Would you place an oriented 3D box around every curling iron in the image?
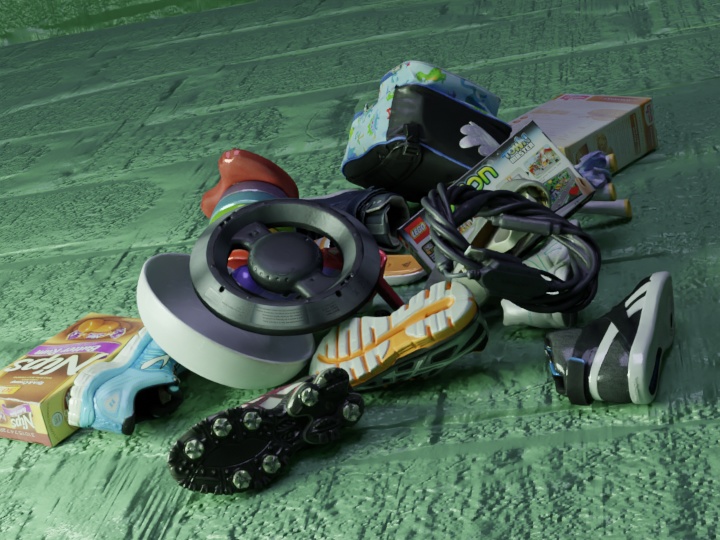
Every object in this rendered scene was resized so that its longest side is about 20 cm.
[{"bbox_3d":[0.000,0.000,1.572,0.049,0.200,0.026,-14,-28,-42],"label":"curling iron"}]

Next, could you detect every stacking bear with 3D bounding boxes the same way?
[{"bbox_3d":[-0.134,-0.023,1.719,0.113,0.122,0.201,17,47,-14],"label":"stacking bear"}]

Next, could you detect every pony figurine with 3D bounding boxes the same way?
[{"bbox_3d":[0.204,-0.088,1.728,0.199,0.168,0.193,-8,-11,19],"label":"pony figurine"}]

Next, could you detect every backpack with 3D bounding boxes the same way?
[{"bbox_3d":[0.081,-0.171,1.888,0.182,0.148,0.200,19,-20,-23],"label":"backpack"}]

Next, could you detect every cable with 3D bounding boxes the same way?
[{"bbox_3d":[0.152,-0.025,1.474,0.199,0.051,0.164,7,36,-25],"label":"cable"}]

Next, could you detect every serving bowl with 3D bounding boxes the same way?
[{"bbox_3d":[-0.149,0.063,1.532,0.199,0.066,0.200,27,18,-10],"label":"serving bowl"}]

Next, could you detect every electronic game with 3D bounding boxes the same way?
[{"bbox_3d":[-0.078,-0.007,1.524,0.199,0.042,0.201,1,43,-1],"label":"electronic game"}]

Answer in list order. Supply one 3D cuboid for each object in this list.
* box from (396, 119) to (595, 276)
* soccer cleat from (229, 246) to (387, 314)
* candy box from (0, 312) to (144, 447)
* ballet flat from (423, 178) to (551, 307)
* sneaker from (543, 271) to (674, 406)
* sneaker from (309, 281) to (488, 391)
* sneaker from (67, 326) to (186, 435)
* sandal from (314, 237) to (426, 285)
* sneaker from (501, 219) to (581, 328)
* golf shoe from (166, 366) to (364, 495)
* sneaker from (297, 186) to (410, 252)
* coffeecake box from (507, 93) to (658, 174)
[{"bbox_3d":[0.150,-0.063,1.624,0.200,0.110,0.035,-39,-12,-8],"label":"box"},{"bbox_3d":[-0.055,0.003,1.601,0.199,0.073,0.068,5,32,-42],"label":"soccer cleat"},{"bbox_3d":[-0.311,0.114,1.592,0.116,0.057,0.200,4,28,35],"label":"candy box"},{"bbox_3d":[0.133,-0.017,1.554,0.200,0.067,0.064,-54,19,-13],"label":"ballet flat"},{"bbox_3d":[0.235,0.058,1.403,0.111,0.073,0.200,-2,25,22],"label":"sneaker"},{"bbox_3d":[0.038,0.083,1.461,0.199,0.077,0.079,-22,47,23],"label":"sneaker"},{"bbox_3d":[-0.216,0.121,1.530,0.090,0.079,0.200,22,32,19],"label":"sneaker"},{"bbox_3d":[-0.015,-0.018,1.754,0.205,0.060,0.079,-5,22,20],"label":"sandal"},{"bbox_3d":[0.199,0.001,1.577,0.080,0.071,0.200,-7,22,21],"label":"sneaker"},{"bbox_3d":[-0.093,0.155,1.371,0.199,0.078,0.088,-20,2,-26],"label":"golf shoe"},{"bbox_3d":[-0.032,-0.052,1.827,0.202,0.077,0.146,-22,20,-26],"label":"sneaker"},{"bbox_3d":[0.276,-0.170,1.958,0.153,0.073,0.200,10,30,45],"label":"coffeecake box"}]
